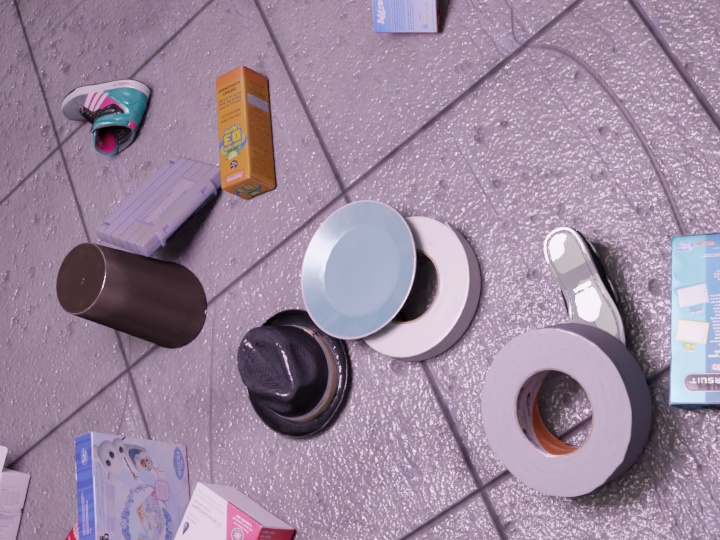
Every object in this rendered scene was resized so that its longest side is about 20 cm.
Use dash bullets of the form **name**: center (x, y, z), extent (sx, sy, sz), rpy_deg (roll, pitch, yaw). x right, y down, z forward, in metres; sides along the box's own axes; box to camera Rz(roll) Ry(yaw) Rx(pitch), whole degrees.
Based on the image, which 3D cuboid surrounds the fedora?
- **fedora**: center (-0.116, 0.144, 1.591), extent (0.199, 0.091, 0.204), rpy_deg (-10, 72, 33)

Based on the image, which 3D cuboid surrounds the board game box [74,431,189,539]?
- **board game box**: center (-0.334, 0.352, 1.621), extent (0.043, 0.198, 0.203), rpy_deg (-20, 66, 30)

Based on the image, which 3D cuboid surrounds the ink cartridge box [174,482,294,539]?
- **ink cartridge box**: center (-0.204, 0.433, 1.578), extent (0.144, 0.084, 0.202), rpy_deg (23, 91, 37)

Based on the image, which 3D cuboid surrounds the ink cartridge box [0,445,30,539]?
- **ink cartridge box**: center (-0.650, 0.404, 1.909), extent (0.115, 0.068, 0.203), rpy_deg (6, 81, 36)

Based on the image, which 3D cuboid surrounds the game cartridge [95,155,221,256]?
- **game cartridge**: center (-0.324, -0.107, 1.785), extent (0.129, 0.039, 0.200), rpy_deg (20, 55, 33)

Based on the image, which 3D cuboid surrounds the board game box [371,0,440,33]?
- **board game box**: center (0.062, -0.449, 1.591), extent (0.101, 0.019, 0.203), rpy_deg (4, 116, 18)

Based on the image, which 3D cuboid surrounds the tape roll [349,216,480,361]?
- **tape roll**: center (0.074, 0.024, 1.527), extent (0.201, 0.037, 0.206), rpy_deg (-11, 70, 32)

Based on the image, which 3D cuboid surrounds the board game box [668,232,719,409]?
- **board game box**: center (0.437, 0.057, 1.258), extent (0.149, 0.047, 0.203), rpy_deg (-4, 75, 34)

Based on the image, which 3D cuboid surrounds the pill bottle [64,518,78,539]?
- **pill bottle**: center (-0.410, 0.441, 1.703), extent (0.112, 0.112, 0.201), rpy_deg (39, 100, 36)

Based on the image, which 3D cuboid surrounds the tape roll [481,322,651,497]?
- **tape roll**: center (0.246, 0.167, 1.317), extent (0.198, 0.066, 0.203), rpy_deg (2, 94, 36)

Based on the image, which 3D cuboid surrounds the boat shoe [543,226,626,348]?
- **boat shoe**: center (0.289, 0.041, 1.358), extent (0.075, 0.060, 0.203), rpy_deg (-18, 81, 27)

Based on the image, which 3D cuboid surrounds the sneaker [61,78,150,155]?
- **sneaker**: center (-0.469, -0.266, 1.964), extent (0.198, 0.083, 0.122), rpy_deg (-7, 64, 32)

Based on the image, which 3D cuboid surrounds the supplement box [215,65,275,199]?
- **supplement box**: center (-0.187, -0.223, 1.760), extent (0.066, 0.068, 0.203), rpy_deg (-19, 69, 32)

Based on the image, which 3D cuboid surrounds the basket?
- **basket**: center (-0.373, 0.034, 1.736), extent (0.179, 0.199, 0.137), rpy_deg (30, 94, 37)

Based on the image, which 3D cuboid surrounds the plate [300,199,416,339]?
- **plate**: center (0.000, 0.000, 1.548), extent (0.198, 0.025, 0.203), rpy_deg (-11, 71, 33)
